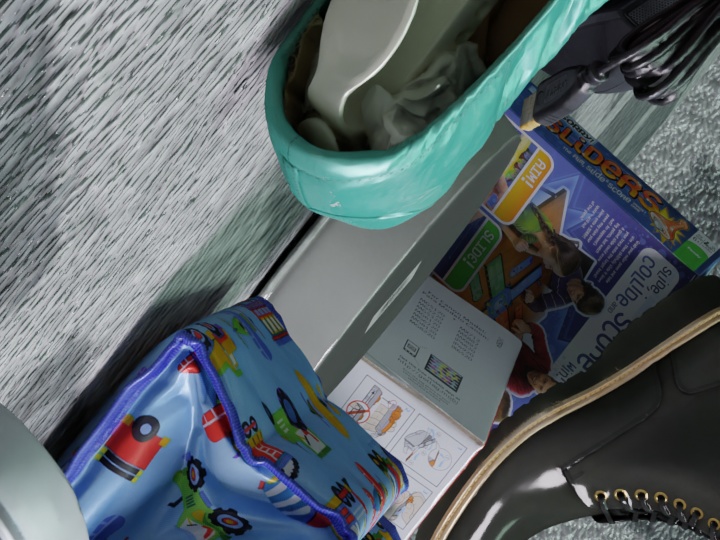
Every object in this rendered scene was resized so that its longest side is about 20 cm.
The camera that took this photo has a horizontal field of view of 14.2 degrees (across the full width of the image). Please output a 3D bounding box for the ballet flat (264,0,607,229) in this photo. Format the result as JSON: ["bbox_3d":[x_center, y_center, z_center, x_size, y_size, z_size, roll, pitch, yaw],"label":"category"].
[{"bbox_3d":[0.043,-0.097,0.772,0.200,0.067,0.070,-54,161,5],"label":"ballet flat"}]

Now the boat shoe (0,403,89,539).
[{"bbox_3d":[-0.116,0.092,0.666,0.057,0.069,0.200,-47,175,-37],"label":"boat shoe"}]

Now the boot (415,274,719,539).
[{"bbox_3d":[0.138,0.115,1.413,0.200,0.138,0.077,-42,157,6],"label":"boot"}]

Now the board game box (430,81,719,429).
[{"bbox_3d":[0.081,0.019,1.509,0.034,0.135,0.200,-36,165,-52],"label":"board game box"}]

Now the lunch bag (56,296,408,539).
[{"bbox_3d":[-0.093,0.109,1.001,0.200,0.094,0.151,-40,178,8],"label":"lunch bag"}]

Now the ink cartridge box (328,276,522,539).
[{"bbox_3d":[-0.011,0.101,1.463,0.200,0.084,0.176,-53,-177,23],"label":"ink cartridge box"}]

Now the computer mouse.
[{"bbox_3d":[0.112,-0.089,1.205,0.140,0.046,0.200,-40,-168,-25],"label":"computer mouse"}]

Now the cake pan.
[{"bbox_3d":[0.000,0.000,1.215,0.200,0.037,0.200,-51,175,-7],"label":"cake pan"}]

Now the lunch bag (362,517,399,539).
[{"bbox_3d":[-0.098,0.171,1.324,0.200,0.094,0.151,-40,-178,22],"label":"lunch bag"}]
